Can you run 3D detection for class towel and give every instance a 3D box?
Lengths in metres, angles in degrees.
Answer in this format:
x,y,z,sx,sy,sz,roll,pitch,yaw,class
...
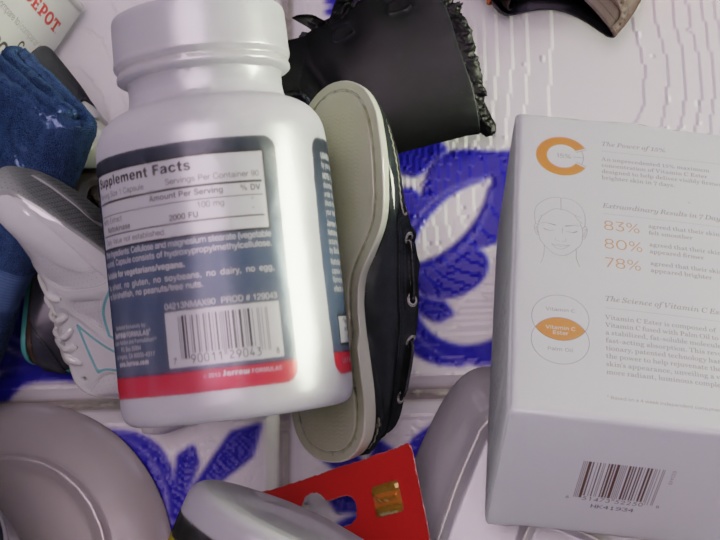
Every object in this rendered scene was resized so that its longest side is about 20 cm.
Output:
x,y,z,sx,sy,sz,roll,pitch,yaw,class
-0.228,-0.025,0.806,0.111,0.048,0.202,38,109,32,towel

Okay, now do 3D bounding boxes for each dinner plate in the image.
x,y,z,sx,sy,sz,roll,pitch,yaw,class
-0.208,0.177,0.813,0.197,0.024,0.203,-2,75,9,dinner plate

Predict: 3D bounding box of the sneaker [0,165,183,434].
x,y,z,sx,sy,sz,roll,pitch,yaw,class
-0.144,0.025,0.767,0.080,0.201,0.071,-39,34,4,sneaker

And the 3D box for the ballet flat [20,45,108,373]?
x,y,z,sx,sy,sz,roll,pitch,yaw,class
-0.169,-0.039,0.840,0.072,0.073,0.203,-3,81,7,ballet flat

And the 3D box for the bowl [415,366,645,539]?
x,y,z,sx,sy,sz,roll,pitch,yaw,class
0.107,0.161,0.744,0.198,0.075,0.202,21,80,12,bowl

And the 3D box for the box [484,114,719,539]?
x,y,z,sx,sy,sz,roll,pitch,yaw,class
0.132,0.027,0.714,0.122,0.098,0.202,6,49,2,box

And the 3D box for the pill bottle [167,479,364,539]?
x,y,z,sx,sy,sz,roll,pitch,yaw,class
-0.068,0.215,0.662,0.113,0.114,0.202,22,88,13,pill bottle

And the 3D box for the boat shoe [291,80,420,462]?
x,y,z,sx,sy,sz,roll,pitch,yaw,class
0.002,0.000,0.756,0.074,0.066,0.203,-4,89,37,boat shoe

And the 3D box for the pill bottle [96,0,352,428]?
x,y,z,sx,sy,sz,roll,pitch,yaw,class
-0.071,-0.028,0.695,0.118,0.120,0.203,-6,87,7,pill bottle

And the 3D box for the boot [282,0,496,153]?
x,y,z,sx,sy,sz,roll,pitch,yaw,class
0.003,-0.074,0.826,0.160,0.073,0.201,-19,79,-6,boot

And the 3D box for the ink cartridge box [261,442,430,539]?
x,y,z,sx,sy,sz,roll,pitch,yaw,class
-0.021,0.209,0.722,0.160,0.050,0.203,-23,73,38,ink cartridge box

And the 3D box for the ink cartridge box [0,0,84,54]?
x,y,z,sx,sy,sz,roll,pitch,yaw,class
-0.274,-0.129,0.838,0.084,0.146,0.202,28,82,16,ink cartridge box

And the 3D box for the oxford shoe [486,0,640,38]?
x,y,z,sx,sy,sz,roll,pitch,yaw,class
0.081,-0.203,0.846,0.198,0.071,0.073,21,84,13,oxford shoe

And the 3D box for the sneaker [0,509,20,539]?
x,y,z,sx,sy,sz,roll,pitch,yaw,class
-0.267,0.092,0.747,0.077,0.147,0.201,-45,37,-15,sneaker
